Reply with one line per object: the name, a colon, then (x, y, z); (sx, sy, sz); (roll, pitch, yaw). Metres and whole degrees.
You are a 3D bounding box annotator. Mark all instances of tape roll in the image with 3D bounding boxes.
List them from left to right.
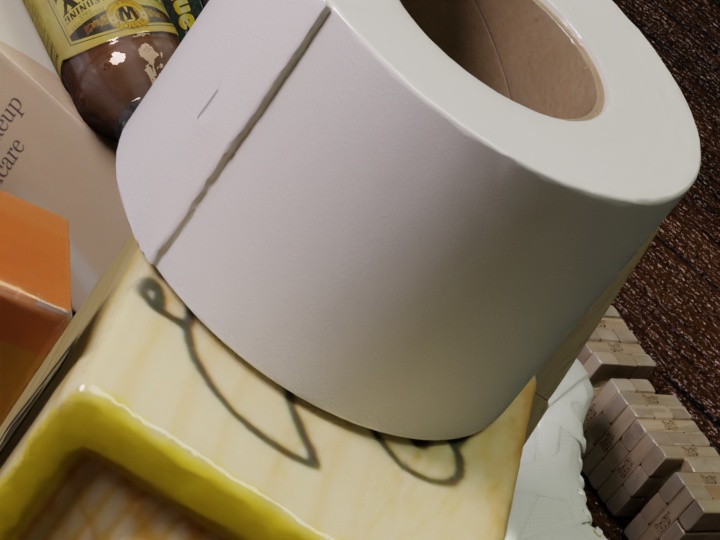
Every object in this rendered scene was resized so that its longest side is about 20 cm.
tape roll: (0.019, -0.051, 1.022); (0.202, 0.139, 0.203); (27, 31, -18)

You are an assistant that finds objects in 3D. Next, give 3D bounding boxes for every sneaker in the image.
sneaker: (0.100, 0.131, 1.336); (0.115, 0.074, 0.200); (42, 38, 3)

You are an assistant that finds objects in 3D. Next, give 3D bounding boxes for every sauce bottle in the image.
sauce bottle: (-0.121, -0.111, 1.240); (0.064, 0.065, 0.201); (7, 42, -43)

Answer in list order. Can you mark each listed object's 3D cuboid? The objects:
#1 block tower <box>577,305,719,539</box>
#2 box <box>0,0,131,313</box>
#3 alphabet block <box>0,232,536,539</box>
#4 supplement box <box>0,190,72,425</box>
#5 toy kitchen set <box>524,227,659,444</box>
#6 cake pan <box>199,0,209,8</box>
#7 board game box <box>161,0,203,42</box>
block tower: (0.148, 0.081, 1.468); (0.058, 0.054, 0.201); (6, 41, -45)
box: (-0.162, -0.068, 1.295); (0.200, 0.095, 0.078); (40, 29, 7)
alphabet block: (-0.062, 0.109, 1.048); (0.195, 0.197, 0.200); (31, 30, -8)
supplement box: (-0.185, 0.058, 0.977); (0.066, 0.200, 0.069); (23, 28, -24)
toy kitchen set: (0.000, 0.000, 1.229); (0.199, 0.181, 0.163); (34, -4, -7)
cake pan: (-0.070, -0.137, 1.318); (0.037, 0.201, 0.201); (-22, 55, -11)
board game box: (-0.109, -0.132, 1.359); (0.105, 0.023, 0.200); (68, -11, -10)
